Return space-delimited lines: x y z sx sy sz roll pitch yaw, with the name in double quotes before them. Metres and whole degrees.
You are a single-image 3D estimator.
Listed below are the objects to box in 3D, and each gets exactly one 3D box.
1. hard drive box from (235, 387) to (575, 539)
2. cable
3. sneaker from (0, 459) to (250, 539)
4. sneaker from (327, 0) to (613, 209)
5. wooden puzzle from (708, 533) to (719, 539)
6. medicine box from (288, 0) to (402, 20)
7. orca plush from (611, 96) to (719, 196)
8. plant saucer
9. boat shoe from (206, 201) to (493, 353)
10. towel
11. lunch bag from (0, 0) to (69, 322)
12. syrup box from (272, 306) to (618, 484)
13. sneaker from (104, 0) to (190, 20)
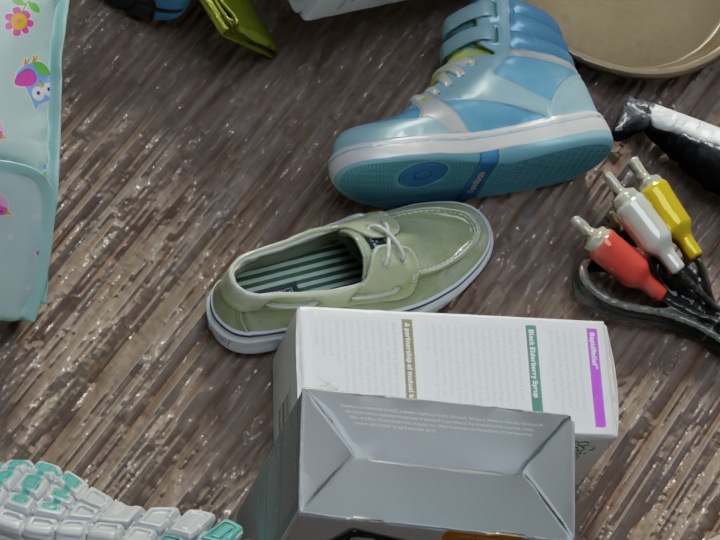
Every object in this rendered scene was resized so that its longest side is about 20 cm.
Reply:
"hard drive box" 0.020 0.145 1.467 0.155 0.200 0.077 7 64 -10
"cable" 0.216 0.021 1.662 0.200 0.050 0.097 42 63 9
"sneaker" -0.159 0.173 1.479 0.199 0.092 0.078 17 26 18
"sneaker" 0.056 -0.115 1.674 0.199 0.080 0.131 -7 68 -28
"wooden puzzle" 0.272 0.246 1.574 0.185 0.046 0.200 -23 68 -24
"medicine box" 0.020 -0.277 1.675 0.199 0.103 0.183 -15 68 -35
"orca plush" 0.255 -0.048 1.697 0.199 0.105 0.071 20 96 0
"plant saucer" 0.179 -0.215 1.781 0.199 0.029 0.201 6 64 -12
"boat shoe" 0.000 0.000 1.610 0.199 0.062 0.072 -20 71 -23
"towel" -0.115 -0.229 1.687 0.018 0.086 0.201 -35 73 16
"lunch bag" -0.265 -0.071 1.547 0.169 0.122 0.201 6 77 -16
"syrup box" 0.050 0.078 1.576 0.199 0.079 0.082 4 63 -13
"sneaker" -0.174 -0.247 1.680 0.200 0.073 0.082 44 58 6
